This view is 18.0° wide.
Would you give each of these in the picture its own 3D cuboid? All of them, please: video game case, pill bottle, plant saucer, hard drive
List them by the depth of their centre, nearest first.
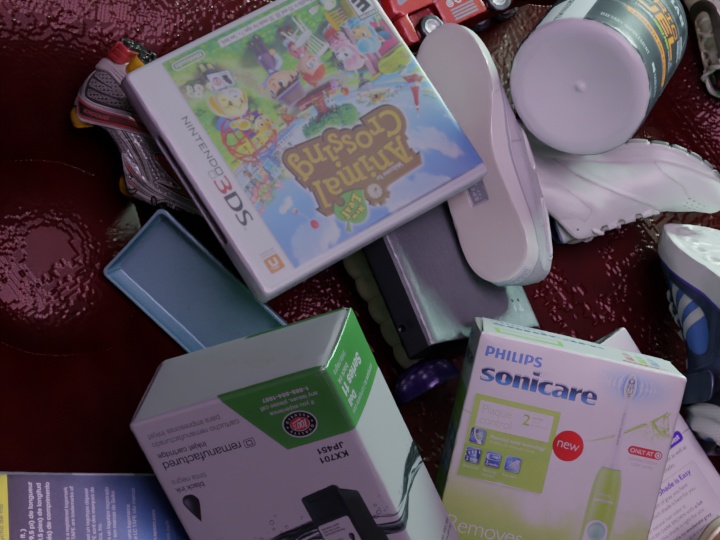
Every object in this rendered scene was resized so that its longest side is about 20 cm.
[{"bbox_3d":[-0.037,-0.098,1.575,0.200,0.022,0.182,-30,82,-26],"label":"video game case"},{"bbox_3d":[-0.086,0.044,1.590,0.200,0.070,0.019,44,24,-3],"label":"plant saucer"},{"bbox_3d":[0.044,-0.038,1.645,0.139,0.033,0.201,-7,70,-53],"label":"hard drive"},{"bbox_3d":[0.185,-0.168,1.707,0.106,0.106,0.200,44,29,-3],"label":"pill bottle"}]

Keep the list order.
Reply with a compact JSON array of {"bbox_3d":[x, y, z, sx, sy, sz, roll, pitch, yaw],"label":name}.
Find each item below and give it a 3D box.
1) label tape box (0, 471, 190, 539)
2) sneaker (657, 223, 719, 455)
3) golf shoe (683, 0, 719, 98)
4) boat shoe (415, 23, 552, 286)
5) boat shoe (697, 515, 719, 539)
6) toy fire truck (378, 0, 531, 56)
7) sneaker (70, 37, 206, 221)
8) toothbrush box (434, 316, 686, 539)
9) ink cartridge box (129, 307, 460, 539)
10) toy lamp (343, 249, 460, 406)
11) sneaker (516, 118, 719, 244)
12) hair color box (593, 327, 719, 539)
[{"bbox_3d":[-0.197,0.209,1.487,0.199,0.066,0.144,2,71,-19],"label":"label tape box"},{"bbox_3d":[0.261,0.061,1.704,0.080,0.200,0.147,6,111,-18],"label":"sneaker"},{"bbox_3d":[0.299,-0.191,1.813,0.200,0.077,0.088,46,70,-2],"label":"golf shoe"},{"bbox_3d":[0.095,-0.083,1.656,0.068,0.072,0.201,13,52,-60],"label":"boat shoe"},{"bbox_3d":[0.264,0.274,1.603,0.074,0.069,0.201,-3,104,-35],"label":"boat shoe"},{"bbox_3d":[0.075,-0.256,1.756,0.200,0.049,0.141,-26,84,-26],"label":"toy fire truck"},{"bbox_3d":[-0.122,-0.069,1.606,0.082,0.078,0.200,-44,86,9],"label":"sneaker"},{"bbox_3d":[0.127,0.147,1.565,0.145,0.086,0.201,14,95,-2],"label":"toothbrush box"},{"bbox_3d":[-0.038,0.143,1.471,0.200,0.146,0.083,64,22,-22],"label":"ink cartridge box"},{"bbox_3d":[0.000,0.000,1.640,0.058,0.058,0.200,-25,85,-27],"label":"toy lamp"},{"bbox_3d":[0.181,-0.058,1.730,0.199,0.075,0.087,6,78,-10],"label":"sneaker"},{"bbox_3d":[0.195,0.157,1.662,0.109,0.065,0.200,-31,89,-26],"label":"hair color box"}]
